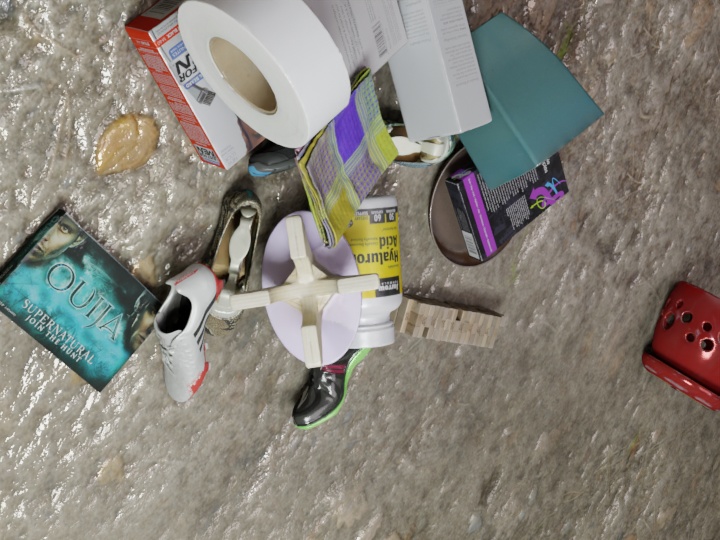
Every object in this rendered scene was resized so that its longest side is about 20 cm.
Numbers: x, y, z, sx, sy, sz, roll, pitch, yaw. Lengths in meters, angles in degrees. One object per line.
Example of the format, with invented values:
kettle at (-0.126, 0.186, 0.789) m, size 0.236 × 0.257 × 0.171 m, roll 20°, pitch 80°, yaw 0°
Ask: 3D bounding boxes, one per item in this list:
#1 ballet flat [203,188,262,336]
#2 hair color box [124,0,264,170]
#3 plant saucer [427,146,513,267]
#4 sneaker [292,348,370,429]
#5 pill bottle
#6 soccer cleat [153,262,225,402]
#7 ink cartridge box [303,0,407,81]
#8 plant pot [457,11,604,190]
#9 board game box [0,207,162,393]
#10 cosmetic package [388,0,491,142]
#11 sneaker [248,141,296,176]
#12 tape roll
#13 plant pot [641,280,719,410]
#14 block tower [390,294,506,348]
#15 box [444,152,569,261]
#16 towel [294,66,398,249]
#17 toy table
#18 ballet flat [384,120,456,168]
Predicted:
ballet flat at (-0.166, -0.004, 1.440) m, size 0.068 × 0.075 × 0.200 m, roll 11°, pitch 100°, yaw -16°
hair color box at (-0.180, -0.234, 1.354) m, size 0.111 × 0.064 × 0.200 m, roll -43°, pitch 129°, yaw -20°
plant saucer at (0.172, -0.104, 1.711) m, size 0.200 × 0.032 × 0.200 m, roll -15°, pitch 115°, yaw -36°
sneaker at (-0.049, 0.130, 1.597) m, size 0.084 × 0.077 × 0.200 m, roll 39°, pitch 71°, yaw -34°
pill bottle at (0.000, 0.000, 1.528) m, size 0.111 × 0.111 × 0.200 m, roll -8°, pitch 97°, yaw -37°
soccer cleat at (-0.225, 0.082, 1.407) m, size 0.085 × 0.069 × 0.200 m, roll -23°, pitch 138°, yaw -51°
ink cartridge box at (-0.038, -0.301, 1.393) m, size 0.200 × 0.083 × 0.147 m, roll -48°, pitch 133°, yaw -40°
plant pot at (0.204, -0.245, 1.584) m, size 0.141 × 0.141 × 0.200 m, roll -37°, pitch 95°, yaw -23°
board game box at (-0.335, 0.038, 1.350) m, size 0.135 × 0.028 × 0.200 m, roll -51°, pitch 131°, yaw -13°
cosmetic package at (0.095, -0.279, 1.499) m, size 0.074 × 0.102 × 0.200 m, roll -26°, pitch 106°, yaw -39°
sneaker at (-0.075, -0.189, 1.463) m, size 0.200 × 0.073 × 0.082 m, roll -37°, pitch 110°, yaw -30°
tape roll at (-0.106, -0.232, 1.236) m, size 0.071 × 0.202 × 0.203 m, roll -46°, pitch 129°, yaw -18°
plant pot at (0.624, 0.140, 2.069) m, size 0.200 × 0.200 × 0.183 m, roll 29°, pitch 95°, yaw -42°
block tower at (0.133, 0.078, 1.732) m, size 0.200 × 0.054 × 0.058 m, roll 9°, pitch 101°, yaw -40°
box at (0.223, -0.127, 1.702) m, size 0.200 × 0.036 × 0.143 m, roll -36°, pitch 125°, yaw -22°
towel at (-0.014, -0.136, 1.359) m, size 0.200 × 0.023 × 0.144 m, roll -57°, pitch 141°, yaw -39°
toy table at (-0.064, 0.026, 1.420) m, size 0.184 × 0.117 × 0.200 m, roll -20°, pitch 93°, yaw 5°
ballet flat at (0.074, -0.173, 1.581) m, size 0.200 × 0.074 × 0.074 m, roll -6°, pitch 110°, yaw -38°
